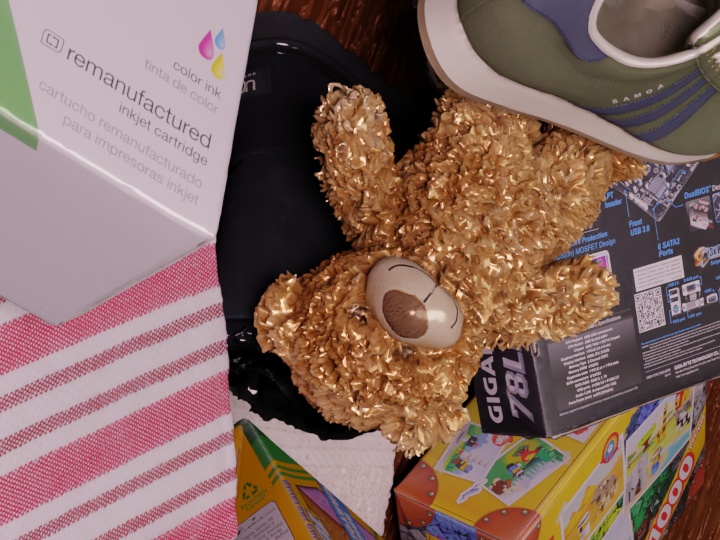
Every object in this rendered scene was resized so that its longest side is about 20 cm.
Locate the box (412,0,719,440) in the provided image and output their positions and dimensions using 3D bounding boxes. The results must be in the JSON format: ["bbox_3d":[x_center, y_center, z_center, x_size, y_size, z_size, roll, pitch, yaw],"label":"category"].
[{"bbox_3d":[0.125,-0.043,0.964,0.200,0.050,0.199,-16,98,-39],"label":"box"}]

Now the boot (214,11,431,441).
[{"bbox_3d":[0.000,0.000,0.928,0.200,0.076,0.168,33,49,-46],"label":"boot"}]

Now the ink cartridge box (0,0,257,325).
[{"bbox_3d":[-0.112,-0.108,0.689,0.145,0.087,0.200,33,47,-31],"label":"ink cartridge box"}]

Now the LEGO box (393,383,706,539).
[{"bbox_3d":[0.108,0.117,1.135,0.200,0.077,0.149,-46,145,-35],"label":"LEGO box"}]

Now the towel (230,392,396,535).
[{"bbox_3d":[-0.037,0.065,0.983,0.200,0.034,0.133,11,93,-54],"label":"towel"}]

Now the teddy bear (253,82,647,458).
[{"bbox_3d":[0.047,-0.023,0.833,0.200,0.067,0.145,-34,106,-31],"label":"teddy bear"}]

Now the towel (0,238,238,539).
[{"bbox_3d":[-0.107,0.038,0.770,0.146,0.030,0.200,-24,116,-50],"label":"towel"}]

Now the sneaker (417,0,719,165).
[{"bbox_3d":[0.123,-0.091,0.820,0.200,0.090,0.067,8,68,-41],"label":"sneaker"}]

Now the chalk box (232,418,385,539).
[{"bbox_3d":[-0.029,0.181,0.921,0.125,0.124,0.200,-36,140,4],"label":"chalk box"}]
